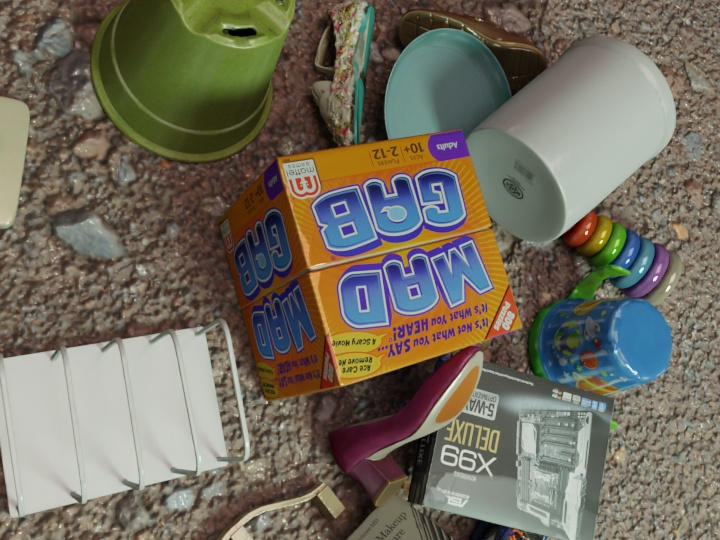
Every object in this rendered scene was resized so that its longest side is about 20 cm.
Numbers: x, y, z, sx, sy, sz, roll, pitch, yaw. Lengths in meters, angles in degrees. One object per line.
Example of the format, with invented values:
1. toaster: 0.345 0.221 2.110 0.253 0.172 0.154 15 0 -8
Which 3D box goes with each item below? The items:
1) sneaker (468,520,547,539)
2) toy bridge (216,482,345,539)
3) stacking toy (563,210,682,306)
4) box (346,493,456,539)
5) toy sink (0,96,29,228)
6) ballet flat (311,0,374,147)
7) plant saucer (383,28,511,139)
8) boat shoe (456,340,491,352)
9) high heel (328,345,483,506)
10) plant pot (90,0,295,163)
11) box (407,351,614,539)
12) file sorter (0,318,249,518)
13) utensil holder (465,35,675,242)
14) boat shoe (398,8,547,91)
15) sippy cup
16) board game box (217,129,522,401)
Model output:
1. sneaker: 0.142 0.324 0.842 0.200 0.078 0.076 -36 95 -28
2. toy bridge: -0.107 0.275 0.763 0.200 0.027 0.067 -39 93 -28
3. stacking toy: 0.313 -0.035 1.021 0.199 0.085 0.086 32 66 -8
4. box: 0.081 0.310 0.755 0.199 0.069 0.082 28 54 33
5. toy sink: -0.393 -0.123 0.673 0.198 0.112 0.132 9 74 -24
6. ballet flat: -0.023 -0.223 0.912 0.063 0.076 0.202 3 69 7
7. plant saucer: 0.104 -0.187 0.951 0.199 0.027 0.202 -3 95 -32
8. boat shoe: 0.113 0.000 0.916 0.068 0.075 0.202 3 84 -31
9. high heel: 0.040 0.132 0.781 0.067 0.201 0.096 -2 39 -48
10. plant pot: -0.152 -0.234 0.773 0.198 0.190 0.202 6 74 -24
11. box: 0.161 0.189 0.831 0.198 0.050 0.159 18 75 -13
12. file sorter: -0.210 0.126 0.695 0.199 0.124 0.140 -8 82 -27
13. utensil holder: 0.241 -0.152 0.932 0.200 0.170 0.170 -39 96 -21
14. boat shoe: 0.140 -0.287 1.003 0.198 0.072 0.068 13 39 -14
15. sippy cup: 0.294 0.090 0.943 0.139 0.130 0.179 -19 86 -29
16. board game box: 0.000 0.000 0.783 0.198 0.200 0.202 -14 84 -27
